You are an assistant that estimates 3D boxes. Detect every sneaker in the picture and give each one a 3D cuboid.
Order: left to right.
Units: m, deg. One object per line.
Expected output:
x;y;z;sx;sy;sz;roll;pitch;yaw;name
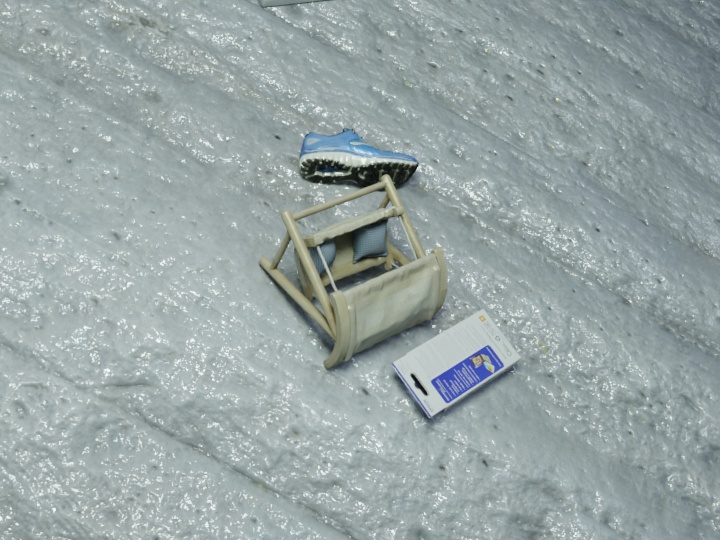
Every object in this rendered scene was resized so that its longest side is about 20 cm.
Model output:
0.000;-0.187;1.424;0.198;0.079;0.090;7;58;-19;sneaker

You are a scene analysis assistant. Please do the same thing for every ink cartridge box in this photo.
0.136;0.136;1.288;0.199;0.037;0.095;-25;71;-37;ink cartridge box

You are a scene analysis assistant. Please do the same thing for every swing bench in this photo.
0.000;0.000;1.263;0.198;0.130;0.201;-23;69;-34;swing bench

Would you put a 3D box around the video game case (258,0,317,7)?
-0.133;-0.571;1.666;0.199;0.023;0.183;-17;66;-30;video game case
